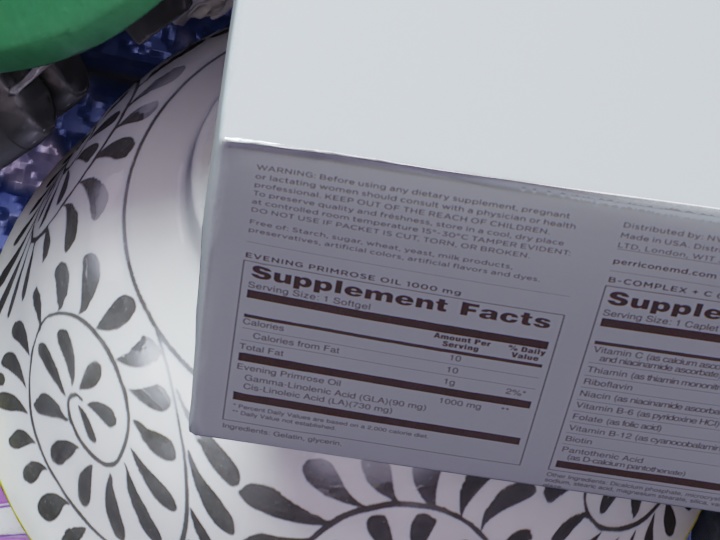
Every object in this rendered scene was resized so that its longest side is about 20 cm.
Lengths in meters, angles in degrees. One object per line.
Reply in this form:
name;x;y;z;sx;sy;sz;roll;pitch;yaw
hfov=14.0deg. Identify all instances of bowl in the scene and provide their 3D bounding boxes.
bowl;0.000;0.000;0.739;0.200;0.094;0.201;1;59;-2

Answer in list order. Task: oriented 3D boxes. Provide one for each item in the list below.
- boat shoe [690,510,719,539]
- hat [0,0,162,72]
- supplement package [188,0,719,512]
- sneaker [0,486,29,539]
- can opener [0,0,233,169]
boat shoe;0.126;0.068;0.731;0.067;0.200;0.074;18;114;-3
hat;-0.049;-0.149;0.704;0.165;0.176;0.201;-25;82;30
supplement package;0.051;-0.064;0.660;0.155;0.111;0.201;8;54;-2
sneaker;-0.030;0.040;0.801;0.200;0.073;0.115;-16;88;5
can opener;-0.103;-0.058;0.782;0.200;0.053;0.067;-36;98;26
